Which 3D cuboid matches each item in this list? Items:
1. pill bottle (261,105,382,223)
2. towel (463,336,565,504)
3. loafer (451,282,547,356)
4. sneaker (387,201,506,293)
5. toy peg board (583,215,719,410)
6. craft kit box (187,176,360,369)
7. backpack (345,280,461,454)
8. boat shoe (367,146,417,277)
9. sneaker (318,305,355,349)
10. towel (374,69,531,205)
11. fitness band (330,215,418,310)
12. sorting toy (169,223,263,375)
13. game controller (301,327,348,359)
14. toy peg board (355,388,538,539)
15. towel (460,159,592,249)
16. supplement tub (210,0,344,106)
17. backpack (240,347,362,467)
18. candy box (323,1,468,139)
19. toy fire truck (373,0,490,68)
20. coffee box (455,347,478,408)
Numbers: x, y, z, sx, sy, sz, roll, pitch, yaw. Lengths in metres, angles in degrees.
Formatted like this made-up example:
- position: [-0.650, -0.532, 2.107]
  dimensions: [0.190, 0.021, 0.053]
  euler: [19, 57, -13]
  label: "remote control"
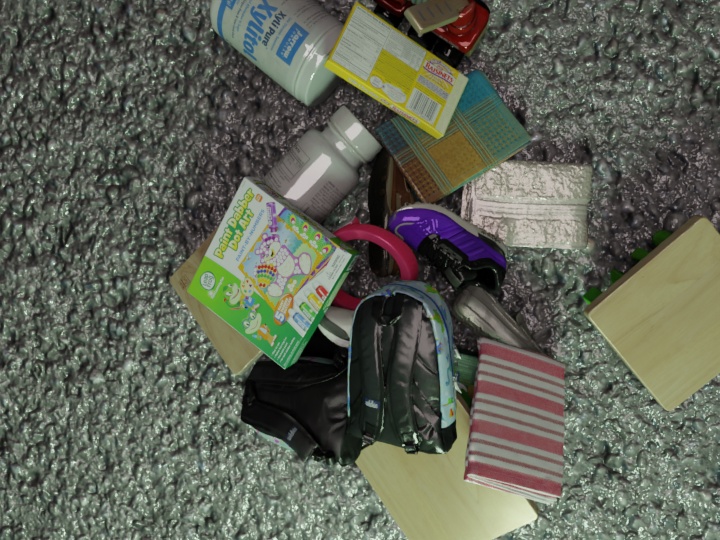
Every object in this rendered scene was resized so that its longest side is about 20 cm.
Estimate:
- position: [-0.065, -0.150, 0.890]
  dimensions: [0.200, 0.114, 0.114]
  euler: [-44, 86, 9]
  label: "pill bottle"
- position: [0.215, 0.203, 0.795]
  dimensions: [0.144, 0.030, 0.203]
  euler: [19, 64, -15]
  label: "towel"
- position: [0.231, 0.094, 0.879]
  dimensions: [0.199, 0.070, 0.070]
  euler: [40, 76, -6]
  label: "loafer"
- position: [0.131, -0.024, 0.834]
  dimensions: [0.197, 0.101, 0.070]
  euler: [21, 141, -14]
  label: "sneaker"
- position: [0.449, 0.054, 0.838]
  dimensions: [0.200, 0.098, 0.199]
  euler: [-42, 101, 10]
  label: "toy peg board"
- position: [-0.130, 0.002, 0.833]
  dimensions: [0.196, 0.048, 0.202]
  euler: [35, 106, 15]
  label: "craft kit box"
- position: [0.056, 0.115, 0.763]
  dimensions: [0.161, 0.153, 0.203]
  euler: [0, 112, 31]
  label: "backpack"
- position: [0.056, -0.091, 0.903]
  dimensions: [0.073, 0.075, 0.204]
  euler: [0, 96, -22]
  label: "boat shoe"
- position: [0.030, 0.084, 0.867]
  dimensions: [0.197, 0.074, 0.081]
  euler: [17, 117, 3]
  label: "sneaker"
- position: [0.139, -0.202, 0.866]
  dimensions: [0.198, 0.022, 0.148]
  euler: [-32, 82, -9]
  label: "towel"
- position: [0.000, 0.000, 0.868]
  dimensions: [0.144, 0.038, 0.199]
  euler: [48, 139, -9]
  label: "fitness band"
- position: [-0.174, 0.024, 0.926]
  dimensions: [0.199, 0.069, 0.201]
  euler: [-44, 73, 10]
  label: "sorting toy"
- position: [-0.026, 0.126, 0.943]
  dimensions: [0.197, 0.042, 0.106]
  euler: [13, 109, 9]
  label: "game controller"
- position: [0.131, 0.297, 0.862]
  dimensions: [0.198, 0.098, 0.201]
  euler: [-37, 86, 25]
  label: "toy peg board"
- position: [0.252, -0.104, 0.884]
  dimensions: [0.196, 0.034, 0.135]
  euler: [4, 94, 9]
  label: "towel"
- position: [-0.118, -0.364, 0.879]
  dimensions: [0.199, 0.132, 0.133]
  euler: [39, 98, 6]
  label: "supplement tub"
- position: [-0.085, 0.210, 0.882]
  dimensions: [0.197, 0.127, 0.169]
  euler: [3, 61, 27]
  label: "backpack"
- position: [0.054, -0.285, 0.827]
  dimensions: [0.198, 0.026, 0.103]
  euler: [29, 75, -14]
  label: "candy box"
- position: [0.089, -0.379, 0.810]
  dimensions: [0.175, 0.200, 0.130]
  euler: [35, 97, 5]
  label: "toy fire truck"
- position: [0.142, 0.224, 0.913]
  dimensions: [0.121, 0.044, 0.204]
  euler: [12, 94, 8]
  label: "coffee box"
